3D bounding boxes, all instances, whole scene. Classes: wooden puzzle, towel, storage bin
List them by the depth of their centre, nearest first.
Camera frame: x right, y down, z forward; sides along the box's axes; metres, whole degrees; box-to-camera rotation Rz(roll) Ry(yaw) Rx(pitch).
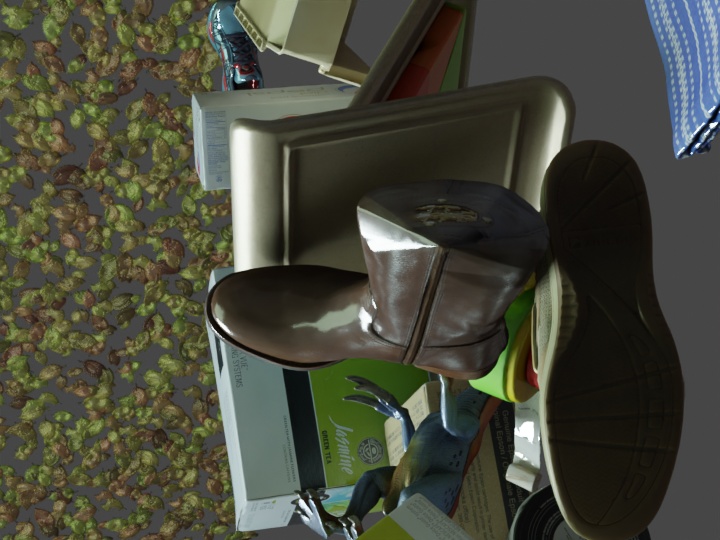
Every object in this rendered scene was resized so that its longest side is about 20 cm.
[{"bbox_3d":[0.144,-0.152,0.648,0.200,0.024,0.147,103,159,-66],"label":"towel"},{"bbox_3d":[0.021,-0.039,0.955,0.186,0.197,0.038,93,167,-49],"label":"wooden puzzle"},{"bbox_3d":[0.028,-0.084,1.048,0.201,0.037,0.186,-55,-20,-37],"label":"wooden puzzle"},{"bbox_3d":[-0.008,-0.247,1.105,0.199,0.093,0.202,-123,49,-69],"label":"storage bin"}]

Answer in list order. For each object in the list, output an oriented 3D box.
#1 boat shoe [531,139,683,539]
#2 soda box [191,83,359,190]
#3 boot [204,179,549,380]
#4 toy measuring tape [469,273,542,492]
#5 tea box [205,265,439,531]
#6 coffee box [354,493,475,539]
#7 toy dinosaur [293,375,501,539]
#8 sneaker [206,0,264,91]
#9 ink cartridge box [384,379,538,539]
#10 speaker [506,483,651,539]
[{"bbox_3d":[0.123,0.038,0.813,0.065,0.070,0.203,101,170,-76],"label":"boat shoe"},{"bbox_3d":[-0.026,-0.105,1.197,0.068,0.197,0.065,-126,33,-71],"label":"soda box"},{"bbox_3d":[0.000,0.000,0.846,0.200,0.184,0.065,90,-175,-71],"label":"boot"},{"bbox_3d":[0.093,0.075,0.993,0.074,0.073,0.202,-109,14,-52],"label":"toy measuring tape"},{"bbox_3d":[-0.023,0.101,1.356,0.134,0.194,0.202,109,153,-69],"label":"tea box"},{"bbox_3d":[0.033,0.289,0.864,0.200,0.197,0.201,37,151,40],"label":"coffee box"},{"bbox_3d":[0.044,0.122,1.052,0.105,0.180,0.202,8,122,55],"label":"toy dinosaur"},{"bbox_3d":[-0.181,-0.328,2.472,0.096,0.078,0.202,-133,27,-59],"label":"sneaker"},{"bbox_3d":[0.077,0.173,1.173,0.200,0.074,0.167,121,139,-75],"label":"ink cartridge box"},{"bbox_3d":[0.113,0.199,0.944,0.201,0.080,0.082,99,162,-59],"label":"speaker"}]
